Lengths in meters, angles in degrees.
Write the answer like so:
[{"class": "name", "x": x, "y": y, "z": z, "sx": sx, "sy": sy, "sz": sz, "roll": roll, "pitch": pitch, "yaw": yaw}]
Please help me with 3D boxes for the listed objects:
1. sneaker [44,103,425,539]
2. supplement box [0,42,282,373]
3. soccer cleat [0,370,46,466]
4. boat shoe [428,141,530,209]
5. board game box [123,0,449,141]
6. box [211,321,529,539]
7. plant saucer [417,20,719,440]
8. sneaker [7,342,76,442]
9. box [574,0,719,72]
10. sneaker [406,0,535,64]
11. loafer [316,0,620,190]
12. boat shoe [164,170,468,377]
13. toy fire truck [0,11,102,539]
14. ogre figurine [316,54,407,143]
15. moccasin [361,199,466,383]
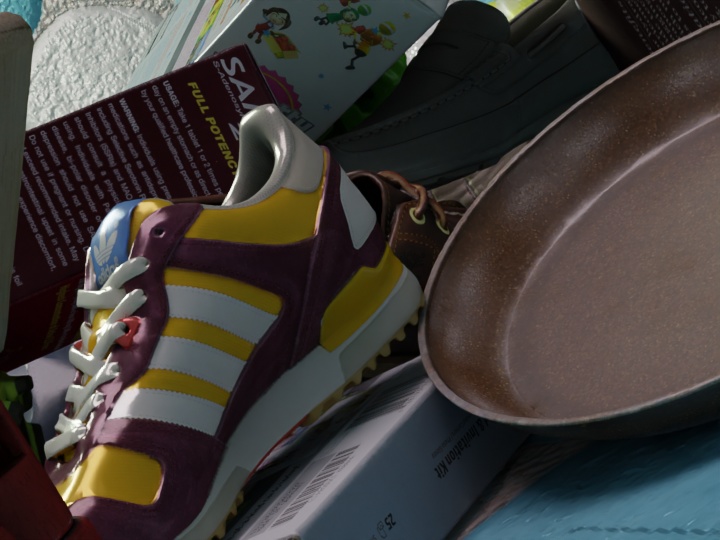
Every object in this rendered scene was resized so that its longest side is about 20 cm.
[{"class": "sneaker", "x": -0.067, "y": 0.032, "z": 0.740, "sx": 0.075, "sy": 0.090, "sz": 0.200, "roll": -19, "pitch": 21, "yaw": 48}, {"class": "supplement box", "x": -0.125, "y": -0.006, "z": 0.895, "sx": 0.199, "sy": 0.061, "sz": 0.109, "roll": -25, "pitch": -10, "yaw": -18}, {"class": "soccer cleat", "x": -0.152, "y": 0.081, "z": 0.851, "sx": 0.083, "sy": 0.065, "sz": 0.200, "roll": -15, "pitch": 9, "yaw": 1}, {"class": "boat shoe", "x": 0.080, "y": -0.054, "z": 1.166, "sx": 0.199, "sy": 0.072, "sz": 0.065, "roll": -31, "pitch": -30, "yaw": 18}, {"class": "board game box", "x": -0.032, "y": -0.107, "z": 1.022, "sx": 0.200, "sy": 0.064, "sz": 0.148, "roll": -44, "pitch": 18, "yaw": 41}, {"class": "box", "x": -0.053, "y": 0.096, "z": 0.795, "sx": 0.199, "sy": 0.041, "sz": 0.156, "roll": -24, "pitch": 10, "yaw": 32}, {"class": "plant saucer", "x": 0.109, "y": -0.014, "z": 0.750, "sx": 0.199, "sy": 0.032, "sz": 0.201, "roll": -27, "pitch": 28, "yaw": 16}, {"class": "sneaker", "x": -0.148, "y": 0.041, "z": 1.027, "sx": 0.200, "sy": 0.081, "sz": 0.147, "roll": 28, "pitch": 74, "yaw": 40}, {"class": "box", "x": 0.170, "y": -0.161, "z": 0.958, "sx": 0.164, "sy": 0.166, "sz": 0.200, "roll": -31, "pitch": -6, "yaw": -6}, {"class": "sneaker", "x": 0.081, "y": -0.091, "z": 1.221, "sx": 0.199, "sy": 0.105, "sz": 0.076, "roll": -15, "pitch": 40, "yaw": 17}, {"class": "loafer", "x": 0.046, "y": -0.081, "z": 1.049, "sx": 0.199, "sy": 0.070, "sz": 0.070, "roll": -26, "pitch": 9, "yaw": -37}, {"class": "boat shoe", "x": 0.000, "y": 0.000, "z": 0.864, "sx": 0.199, "sy": 0.071, "sz": 0.070, "roll": -10, "pitch": 31, "yaw": -38}, {"class": "toy fire truck", "x": -0.084, "y": 0.071, "z": 0.496, "sx": 0.128, "sy": 0.201, "sz": 0.176, "roll": -28, "pitch": 8, "yaw": 21}, {"class": "ogre figurine", "x": -0.040, "y": -0.006, "z": 1.114, "sx": 0.097, "sy": 0.201, "sz": 0.120, "roll": 10, "pitch": -12, "yaw": -11}, {"class": "moccasin", "x": 0.001, "y": 0.009, "z": 0.987, "sx": 0.073, "sy": 0.078, "sz": 0.201, "roll": -28, "pitch": 8, "yaw": 31}]
